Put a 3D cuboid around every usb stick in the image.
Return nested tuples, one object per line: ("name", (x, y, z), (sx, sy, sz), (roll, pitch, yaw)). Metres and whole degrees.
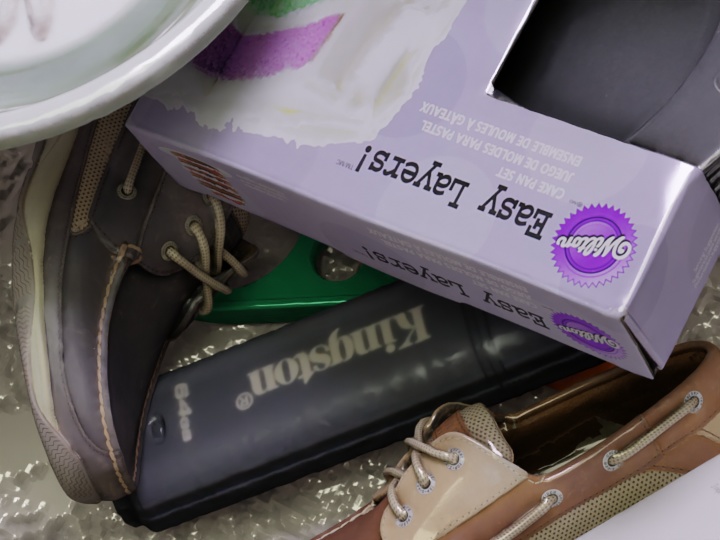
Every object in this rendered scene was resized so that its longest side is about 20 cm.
("usb stick", (0.004, 0.034, 0.812), (0.199, 0.033, 0.056), (-22, 64, 13))

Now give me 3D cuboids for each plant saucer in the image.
("plant saucer", (-0.109, -0.110, 0.777), (0.199, 0.050, 0.201), (-7, 57, 11))

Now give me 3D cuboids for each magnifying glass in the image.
("magnifying glass", (0.000, 0.000, 0.853), (0.199, 0.022, 0.080), (22, 73, 19))

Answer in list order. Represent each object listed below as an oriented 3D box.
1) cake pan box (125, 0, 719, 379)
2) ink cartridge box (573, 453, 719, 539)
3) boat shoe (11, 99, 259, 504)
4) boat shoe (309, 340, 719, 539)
("cake pan box", (0.051, -0.083, 0.753), (0.199, 0.052, 0.185), (23, 79, 30))
("ink cartridge box", (0.179, 0.090, 0.732), (0.199, 0.068, 0.116), (-29, 104, -3))
("boat shoe", (-0.074, -0.019, 0.821), (0.073, 0.075, 0.201), (-3, 65, 7))
("boat shoe", (0.037, 0.076, 0.774), (0.199, 0.072, 0.076), (-21, 21, -7))
